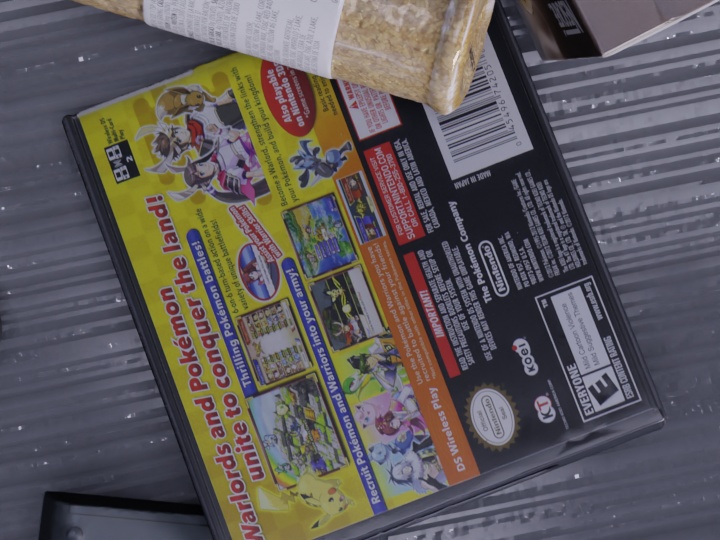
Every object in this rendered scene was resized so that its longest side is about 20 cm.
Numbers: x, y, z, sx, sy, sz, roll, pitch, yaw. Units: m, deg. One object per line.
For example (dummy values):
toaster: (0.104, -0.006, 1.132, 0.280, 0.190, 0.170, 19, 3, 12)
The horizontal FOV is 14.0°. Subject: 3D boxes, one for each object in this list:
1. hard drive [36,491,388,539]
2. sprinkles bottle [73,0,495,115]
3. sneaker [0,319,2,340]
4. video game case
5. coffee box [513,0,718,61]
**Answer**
hard drive: (-0.070, 0.195, 1.164, 0.139, 0.033, 0.201, 7, 93, -18)
sprinkles bottle: (-0.049, -0.118, 1.126, 0.199, 0.068, 0.069, 17, 93, 7)
sneaker: (-0.240, 0.021, 1.144, 0.199, 0.091, 0.076, 2, 65, -22)
video game case: (0.000, 0.000, 1.147, 0.180, 0.026, 0.201, -21, 78, -1)
coffee box: (0.087, -0.144, 1.080, 0.080, 0.200, 0.113, -27, 95, 0)
